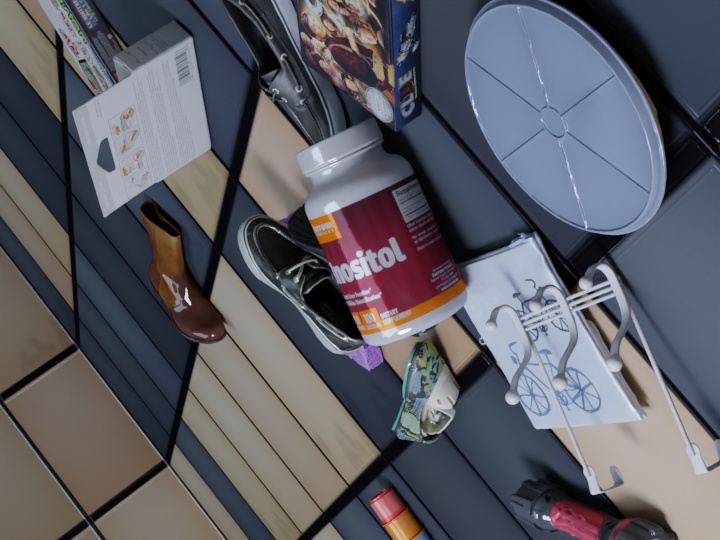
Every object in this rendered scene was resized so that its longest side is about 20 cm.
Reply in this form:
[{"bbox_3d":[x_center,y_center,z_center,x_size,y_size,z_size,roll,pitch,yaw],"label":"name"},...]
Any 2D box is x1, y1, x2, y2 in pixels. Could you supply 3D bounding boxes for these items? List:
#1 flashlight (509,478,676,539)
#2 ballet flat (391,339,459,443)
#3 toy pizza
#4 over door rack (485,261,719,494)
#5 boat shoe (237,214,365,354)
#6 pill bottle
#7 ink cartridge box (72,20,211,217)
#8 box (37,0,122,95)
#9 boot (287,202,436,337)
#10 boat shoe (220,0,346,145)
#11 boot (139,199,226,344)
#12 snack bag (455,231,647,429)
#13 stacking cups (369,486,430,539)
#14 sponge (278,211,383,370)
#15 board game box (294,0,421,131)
[{"bbox_3d":[0.233,0.266,1.228,0.200,0.068,0.068,15,137,56],"label":"flashlight"},{"bbox_3d":[0.082,0.144,1.379,0.074,0.074,0.200,46,158,20],"label":"ballet flat"},{"bbox_3d":[0.154,-0.117,0.884,0.200,0.032,0.201,44,156,26],"label":"toy pizza"},{"bbox_3d":[0.200,0.105,1.017,0.200,0.067,0.148,58,145,-2],"label":"over door rack"},{"bbox_3d":[-0.061,0.009,1.375,0.200,0.071,0.064,47,158,-1],"label":"boat shoe"},{"bbox_3d":[0.016,-0.039,1.149,0.201,0.113,0.113,65,157,-5],"label":"pill bottle"},{"bbox_3d":[-0.270,-0.181,1.447,0.044,0.173,0.200,42,155,26],"label":"ink cartridge box"},{"bbox_3d":[-0.387,-0.338,1.639,0.200,0.035,0.110,60,157,-13],"label":"box"},{"bbox_3d":[0.000,0.000,1.318,0.132,0.070,0.200,54,173,-36],"label":"boot"},{"bbox_3d":[-0.078,-0.201,1.189,0.069,0.057,0.201,15,136,57],"label":"boat shoe"},{"bbox_3d":[-0.284,0.004,1.924,0.188,0.068,0.200,49,151,32],"label":"boot"},{"bbox_3d":[0.168,0.062,1.128,0.200,0.021,0.188,58,157,-3],"label":"snack bag"},{"bbox_3d":[0.086,0.411,1.756,0.200,0.060,0.061,56,158,7],"label":"stacking cups"},{"bbox_3d":[-0.035,0.028,1.470,0.111,0.030,0.201,31,148,42],"label":"sponge"},{"bbox_3d":[-0.006,-0.232,1.030,0.135,0.035,0.200,41,154,30],"label":"board game box"}]
